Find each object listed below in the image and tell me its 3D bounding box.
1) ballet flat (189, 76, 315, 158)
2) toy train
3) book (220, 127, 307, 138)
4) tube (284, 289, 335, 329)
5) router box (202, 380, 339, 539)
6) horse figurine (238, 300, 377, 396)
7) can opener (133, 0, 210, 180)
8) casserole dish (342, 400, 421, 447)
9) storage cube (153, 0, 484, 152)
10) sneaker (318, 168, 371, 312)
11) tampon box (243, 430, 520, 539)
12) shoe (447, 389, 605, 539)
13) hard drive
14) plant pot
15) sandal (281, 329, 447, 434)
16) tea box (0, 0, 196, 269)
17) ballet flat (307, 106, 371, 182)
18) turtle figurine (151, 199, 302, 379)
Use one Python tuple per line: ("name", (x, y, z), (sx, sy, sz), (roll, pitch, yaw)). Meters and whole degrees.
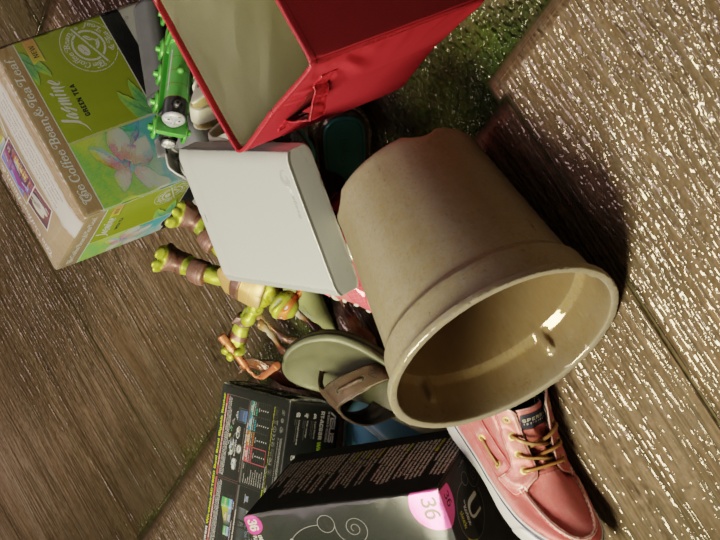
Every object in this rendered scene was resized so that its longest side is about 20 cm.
("ballet flat", (-0.117, -0.142, 1.692), (0.200, 0.074, 0.074), (44, 144, 44))
("toy train", (-0.173, -0.209, 1.775), (0.056, 0.042, 0.200), (123, 153, -57))
("book", (-0.094, -0.167, 1.767), (0.134, 0.048, 0.200), (53, 149, 20))
("tube", (-0.082, -0.019, 1.825), (0.058, 0.052, 0.200), (-96, -15, -52))
("router box", (-0.092, 0.218, 1.866), (0.150, 0.062, 0.200), (8, 90, 59))
("horse figurine", (-0.037, 0.081, 1.828), (0.133, 0.050, 0.200), (46, 143, -13))
("can opener", (-0.175, -0.183, 1.828), (0.067, 0.053, 0.200), (-28, 65, 38))
("casserole dish", (0.042, 0.200, 1.818), (0.200, 0.039, 0.121), (40, 140, 38))
("storage cube", (-0.040, -0.227, 1.507), (0.200, 0.180, 0.171), (60, 149, 8))
("sneaker", (0.000, 0.000, 1.662), (0.200, 0.074, 0.087), (46, 131, -4))
("tampon box", (0.026, 0.245, 1.698), (0.200, 0.126, 0.150), (-12, 108, 27))
("shoe", (0.144, 0.155, 1.592), (0.200, 0.071, 0.091), (51, 150, 29))
("hard drive", (-0.083, -0.047, 1.615), (0.200, 0.026, 0.132), (7, 121, 58))
("plant pot", (0.077, -0.006, 1.496), (0.184, 0.200, 0.200), (62, 152, 31))
("sandal", (0.010, 0.114, 1.735), (0.201, 0.057, 0.080), (21, 135, 25))
("tea box", (-0.259, -0.140, 1.893), (0.200, 0.197, 0.134), (59, 149, 10))
("ballet flat", (-0.018, -0.077, 1.708), (0.065, 0.070, 0.200), (-108, 18, -52))
("turtle figurine", (-0.113, -0.003, 1.769), (0.161, 0.064, 0.200), (33, 133, 15))
